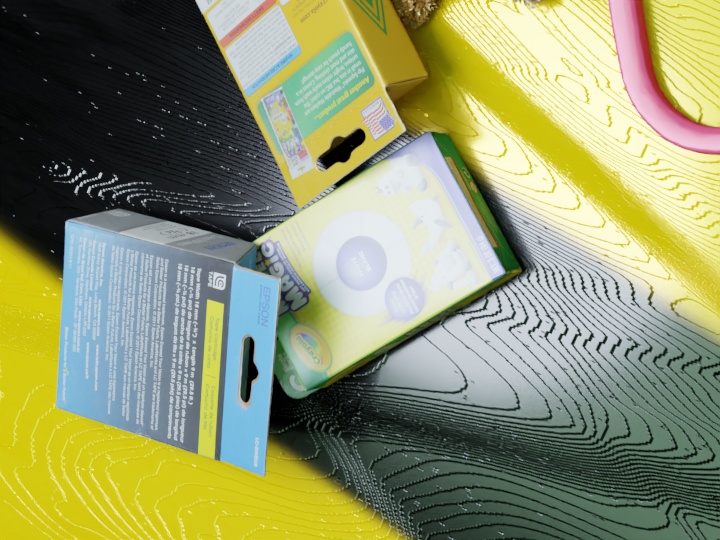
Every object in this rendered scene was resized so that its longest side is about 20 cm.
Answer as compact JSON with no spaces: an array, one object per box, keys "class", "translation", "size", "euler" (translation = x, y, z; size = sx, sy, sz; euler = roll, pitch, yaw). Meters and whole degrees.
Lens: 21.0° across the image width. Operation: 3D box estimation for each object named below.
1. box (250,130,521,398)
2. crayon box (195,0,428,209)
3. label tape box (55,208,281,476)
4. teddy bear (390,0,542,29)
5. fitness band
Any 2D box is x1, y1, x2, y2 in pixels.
[{"class":"box","translation":[0.000,0.000,1.377],"size":[0.199,0.048,0.118],"euler":[-32,81,20]},{"class":"crayon box","translation":[-0.035,-0.162,1.358],"size":[0.126,0.051,0.201],"euler":[-33,79,43]},{"class":"label tape box","translation":[-0.122,0.048,1.383],"size":[0.199,0.063,0.145],"euler":[15,107,33]},{"class":"teddy bear","translation":[0.075,-0.246,1.327],"size":[0.199,0.067,0.146],"euler":[-9,91,22]},{"class":"fitness band","translation":[0.237,-0.177,1.289],"size":[0.143,0.037,0.202],"euler":[-9,88,23]}]
